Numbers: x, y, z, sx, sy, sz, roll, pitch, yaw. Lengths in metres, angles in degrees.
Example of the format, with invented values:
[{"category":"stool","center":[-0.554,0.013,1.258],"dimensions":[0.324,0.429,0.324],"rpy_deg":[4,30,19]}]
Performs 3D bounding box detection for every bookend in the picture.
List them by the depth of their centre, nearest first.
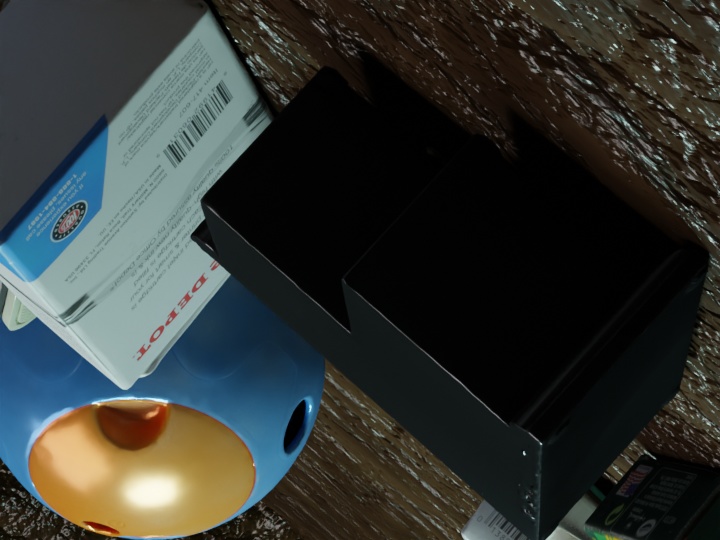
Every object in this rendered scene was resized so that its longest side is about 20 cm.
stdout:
[{"category":"bookend","center":[0.026,-0.008,1.153],"dimensions":[0.200,0.092,0.199],"rpy_deg":[41,170,13]}]

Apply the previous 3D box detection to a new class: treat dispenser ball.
[{"category":"treat dispenser ball","center":[-0.121,0.054,1.717],"dimensions":[0.201,0.201,0.201],"rpy_deg":[40,172,7]}]

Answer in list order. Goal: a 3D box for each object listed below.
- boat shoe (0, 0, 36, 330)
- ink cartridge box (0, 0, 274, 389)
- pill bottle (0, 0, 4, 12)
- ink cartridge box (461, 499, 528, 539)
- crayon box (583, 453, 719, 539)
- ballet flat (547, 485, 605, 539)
[{"category":"boat shoe","center":[-0.162,-0.061,1.505],"dimensions":[0.067,0.072,0.201],"rpy_deg":[30,126,21]},{"category":"ink cartridge box","center":[-0.119,-0.050,1.410],"dimensions":[0.084,0.146,0.200],"rpy_deg":[36,170,22]},{"category":"pill bottle","center":[-0.219,-0.131,1.552],"dimensions":[0.200,0.116,0.116],"rpy_deg":[45,171,-26]},{"category":"ink cartridge box","center":[0.152,0.227,1.978],"dimensions":[0.161,0.050,0.200],"rpy_deg":[38,175,20]},{"category":"crayon box","center":[0.207,0.174,1.411],"dimensions":[0.200,0.051,0.127],"rpy_deg":[42,171,-10]},{"category":"ballet flat","center":[0.145,0.169,1.625],"dimensions":[0.200,0.064,0.067],"rpy_deg":[38,171,23]}]
